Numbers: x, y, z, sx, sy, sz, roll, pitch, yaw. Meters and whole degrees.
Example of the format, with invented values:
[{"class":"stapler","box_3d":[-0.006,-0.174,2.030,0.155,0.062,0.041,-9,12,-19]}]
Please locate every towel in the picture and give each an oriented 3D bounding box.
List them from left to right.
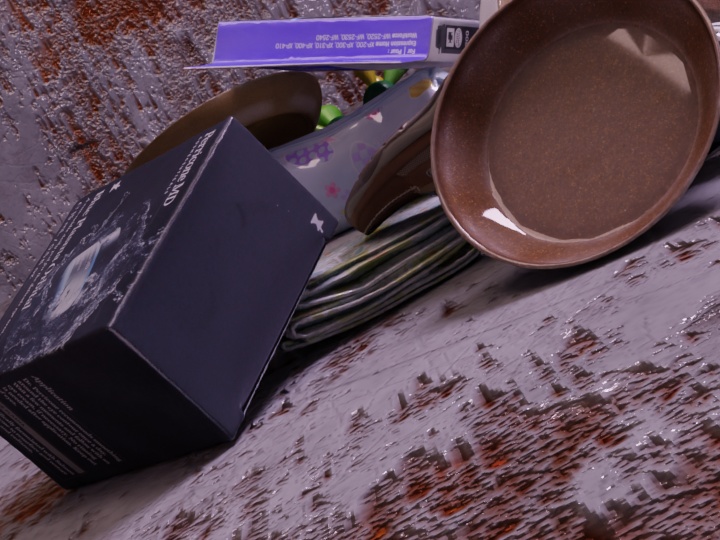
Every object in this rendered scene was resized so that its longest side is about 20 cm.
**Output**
[{"class":"towel","box_3d":[0.000,0.000,1.143,0.170,0.048,0.200,-27,9,-7]}]

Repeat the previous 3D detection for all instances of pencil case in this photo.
[{"class":"pencil case","box_3d":[-0.003,-0.087,1.203,0.199,0.091,0.083,-23,9,17]}]

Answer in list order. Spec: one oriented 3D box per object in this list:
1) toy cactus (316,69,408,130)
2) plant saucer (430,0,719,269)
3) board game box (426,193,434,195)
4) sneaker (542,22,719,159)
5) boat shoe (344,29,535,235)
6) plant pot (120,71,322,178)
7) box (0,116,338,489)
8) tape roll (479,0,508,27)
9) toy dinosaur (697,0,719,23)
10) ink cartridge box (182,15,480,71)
[{"class":"toy cactus","box_3d":[-0.005,-0.105,1.333,0.200,0.102,0.165,-43,26,-1]},{"class":"plant saucer","box_3d":[0.136,-0.092,0.932,0.199,0.202,0.037,-24,-31,28]},{"class":"board game box","box_3d":[0.100,-0.129,1.315,0.199,0.026,0.200,-33,13,31]},{"class":"sneaker","box_3d":[0.175,-0.087,0.977,0.079,0.079,0.200,-32,-2,-44]},{"class":"boat shoe","box_3d":[0.062,-0.083,1.055,0.200,0.072,0.076,-46,0,38]},{"class":"plant pot","box_3d":[-0.111,-0.092,1.247,0.199,0.028,0.200,-31,-15,-9]},{"class":"box","box_3d":[-0.147,0.026,1.041,0.199,0.117,0.198,-21,34,43]},{"class":"tape roll","box_3d":[0.131,-0.230,1.094,0.037,0.205,0.203,9,4,-10]},{"class":"toy dinosaur","box_3d":[0.268,-0.199,1.002,0.199,0.136,0.086,-20,-26,-25]},{"class":"ink cartridge box","box_3d":[-0.011,-0.183,1.219,0.196,0.044,0.200,2,9,27]}]
